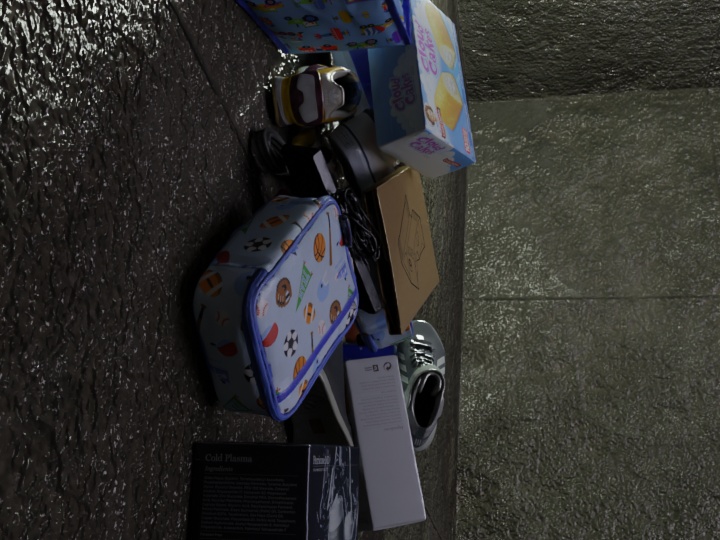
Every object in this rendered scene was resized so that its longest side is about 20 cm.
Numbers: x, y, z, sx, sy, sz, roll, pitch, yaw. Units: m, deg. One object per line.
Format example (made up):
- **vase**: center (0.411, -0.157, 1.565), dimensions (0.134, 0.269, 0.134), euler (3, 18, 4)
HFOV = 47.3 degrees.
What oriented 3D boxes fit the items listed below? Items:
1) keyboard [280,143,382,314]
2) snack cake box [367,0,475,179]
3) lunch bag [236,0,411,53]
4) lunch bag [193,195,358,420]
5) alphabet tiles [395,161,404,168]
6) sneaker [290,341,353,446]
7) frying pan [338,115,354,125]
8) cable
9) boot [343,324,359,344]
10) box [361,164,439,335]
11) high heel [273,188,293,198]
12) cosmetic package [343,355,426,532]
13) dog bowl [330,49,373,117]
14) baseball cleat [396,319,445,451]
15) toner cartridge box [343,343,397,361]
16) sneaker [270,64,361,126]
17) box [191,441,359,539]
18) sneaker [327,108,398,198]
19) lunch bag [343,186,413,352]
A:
- **keyboard**: center (-0.013, -0.043, 0.856), dimensions (0.040, 0.104, 0.200), euler (-35, 122, -21)
- **snack cake box**: center (0.069, -0.223, 0.973), dimensions (0.115, 0.067, 0.200), euler (22, 57, -52)
- **lunch bag**: center (-0.037, -0.284, 0.835), dimensions (0.200, 0.150, 0.094), euler (-28, 116, -77)
- **lunch bag**: center (-0.066, 0.030, 0.750), dimensions (0.200, 0.076, 0.160), euler (-53, 139, -50)
- **alphabet tiles**: center (0.043, -0.205, 1.262), dimensions (0.008, 0.167, 0.200), euler (22, 58, -30)
- **sneaker**: center (-0.039, 0.156, 0.970), dimensions (0.106, 0.075, 0.200), euler (-71, 155, -56)
- **frying pan**: center (-0.015, -0.217, 1.225), dimensions (0.115, 0.031, 0.190), euler (53, 22, -69)
- **cable**: center (-0.076, -0.114, 0.925), dimensions (0.200, 0.050, 0.097), euler (-23, 104, -67)
- **boot**: center (0.024, 0.061, 1.208), dimensions (0.200, 0.107, 0.075), euler (-58, 144, -71)
- **box**: center (0.052, -0.033, 0.968), dimensions (0.200, 0.021, 0.164), euler (-44, 124, -68)
- **high heel**: center (-0.059, -0.012, 0.916), dimensions (0.200, 0.067, 0.096), euler (38, 62, -58)
- **cosmetic package**: center (0.015, 0.215, 1.015), dimensions (0.101, 0.071, 0.200), euler (132, -50, -64)
- **dog bowl**: center (0.020, -0.253, 1.125), dimensions (0.200, 0.079, 0.200), euler (-20, 90, -86)
- **baseball cleat**: center (0.087, 0.132, 1.065), dimensions (0.106, 0.070, 0.200), euler (108, -12, -50)
- **toner cartridge box**: center (0.000, 0.200, 1.107), dimensions (0.043, 0.095, 0.200), euler (54, 37, -72)
- **sneaker**: center (-0.037, -0.205, 0.970), dimensions (0.200, 0.090, 0.075), euler (-60, 147, -67)
- **box**: center (-0.071, 0.249, 0.746), dimensions (0.200, 0.104, 0.182), euler (46, 43, -73)
- **sneaker**: center (0.019, -0.128, 1.023), dimensions (0.073, 0.071, 0.200), euler (54, -3, 21)
- **lunch bag**: center (0.000, 0.000, 1.038), dimensions (0.160, 0.076, 0.200), euler (-115, -177, -68)
